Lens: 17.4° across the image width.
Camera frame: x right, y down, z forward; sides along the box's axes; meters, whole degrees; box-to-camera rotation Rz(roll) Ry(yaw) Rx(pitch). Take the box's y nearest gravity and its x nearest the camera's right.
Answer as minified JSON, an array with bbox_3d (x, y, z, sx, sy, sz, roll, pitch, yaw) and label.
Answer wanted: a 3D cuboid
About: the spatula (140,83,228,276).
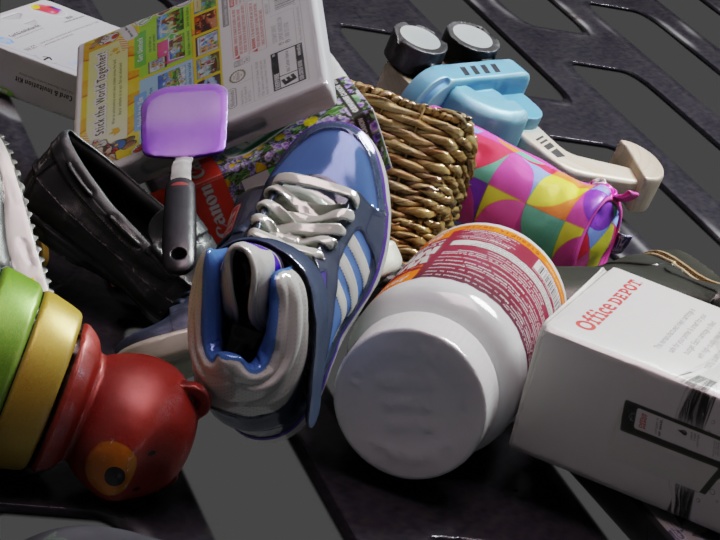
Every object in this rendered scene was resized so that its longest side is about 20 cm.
[{"bbox_3d":[-0.110,-0.057,1.442,0.056,0.021,0.200,-2,33,-1],"label":"spatula"}]

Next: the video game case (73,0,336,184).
[{"bbox_3d":[-0.108,-0.133,1.592,0.181,0.023,0.200,-21,32,8],"label":"video game case"}]

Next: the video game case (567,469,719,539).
[{"bbox_3d":[0.218,0.130,1.437,0.180,0.026,0.200,5,23,-26],"label":"video game case"}]

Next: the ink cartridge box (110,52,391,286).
[{"bbox_3d":[-0.090,-0.069,1.555,0.199,0.051,0.109,-23,31,-6],"label":"ink cartridge box"}]

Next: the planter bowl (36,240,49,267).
[{"bbox_3d":[-0.288,-0.064,1.495,0.199,0.084,0.201,14,21,-5],"label":"planter bowl"}]

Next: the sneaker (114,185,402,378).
[{"bbox_3d":[-0.073,0.001,1.409,0.199,0.075,0.085,-24,83,-34],"label":"sneaker"}]

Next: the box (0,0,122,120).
[{"bbox_3d":[-0.202,-0.155,1.854,0.199,0.041,0.156,21,21,13],"label":"box"}]

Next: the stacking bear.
[{"bbox_3d":[-0.180,0.059,1.234,0.199,0.122,0.114,22,27,-9],"label":"stacking bear"}]

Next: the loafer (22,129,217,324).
[{"bbox_3d":[-0.122,-0.013,1.466,0.200,0.071,0.068,34,21,8],"label":"loafer"}]

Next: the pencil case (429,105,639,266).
[{"bbox_3d":[0.105,-0.057,1.760,0.199,0.089,0.088,25,23,26],"label":"pencil case"}]

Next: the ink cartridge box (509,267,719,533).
[{"bbox_3d":[0.207,0.084,1.391,0.199,0.085,0.146,21,21,17],"label":"ink cartridge box"}]

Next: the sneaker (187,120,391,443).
[{"bbox_3d":[-0.038,-0.009,1.291,0.080,0.201,0.147,15,-16,10],"label":"sneaker"}]

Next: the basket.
[{"bbox_3d":[-0.029,-0.052,1.681,0.199,0.150,0.143,17,-12,5],"label":"basket"}]

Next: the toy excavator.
[{"bbox_3d":[0.123,-0.108,1.917,0.194,0.100,0.200,-9,44,-44],"label":"toy excavator"}]

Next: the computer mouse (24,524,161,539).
[{"bbox_3d":[-0.089,0.155,1.113,0.199,0.053,0.139,9,22,-16],"label":"computer mouse"}]

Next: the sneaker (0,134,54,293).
[{"bbox_3d":[-0.241,-0.017,1.360,0.090,0.070,0.201,-3,51,-30],"label":"sneaker"}]

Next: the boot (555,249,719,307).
[{"bbox_3d":[0.204,0.040,1.611,0.138,0.078,0.200,-2,13,-30],"label":"boot"}]

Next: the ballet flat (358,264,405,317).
[{"bbox_3d":[0.000,0.000,1.551,0.199,0.067,0.057,11,62,-8],"label":"ballet flat"}]

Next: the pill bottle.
[{"bbox_3d":[0.054,0.047,1.414,0.109,0.110,0.200,19,20,11],"label":"pill bottle"}]
